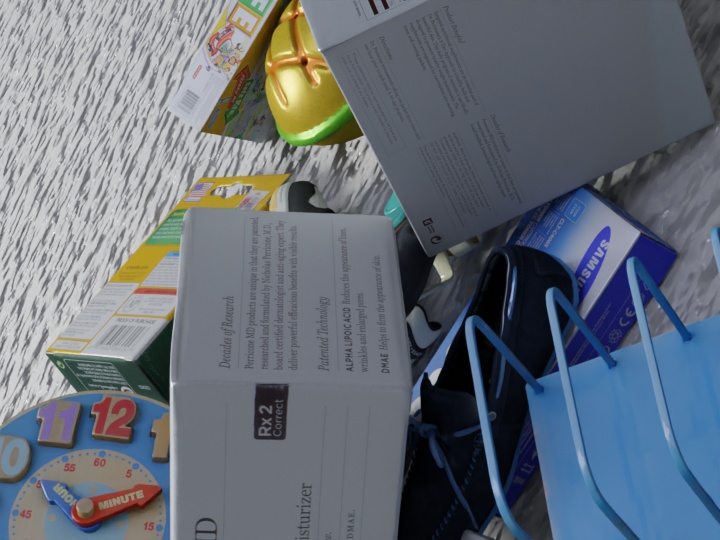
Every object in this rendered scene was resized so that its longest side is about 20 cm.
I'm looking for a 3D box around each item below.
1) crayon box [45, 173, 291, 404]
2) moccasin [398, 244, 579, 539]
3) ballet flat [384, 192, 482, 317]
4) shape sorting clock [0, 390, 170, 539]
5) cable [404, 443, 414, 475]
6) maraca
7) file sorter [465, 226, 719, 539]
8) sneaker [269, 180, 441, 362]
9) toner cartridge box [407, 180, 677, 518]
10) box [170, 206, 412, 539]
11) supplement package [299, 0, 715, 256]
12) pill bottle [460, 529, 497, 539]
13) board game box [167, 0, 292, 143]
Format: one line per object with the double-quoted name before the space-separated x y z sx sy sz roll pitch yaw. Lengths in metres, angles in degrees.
"crayon box" -0.134 0.012 1.383 0.125 0.052 0.200 1 45 50
"moccasin" 0.059 0.077 1.084 0.080 0.068 0.202 16 84 50
"ballet flat" 0.044 -0.027 1.210 0.073 0.073 0.200 -30 15 37
"shape sorting clock" -0.182 0.167 1.202 0.197 0.039 0.202 -1 52 1
"cable" 0.010 0.187 1.185 0.097 0.050 0.201 -32 39 28
"maraca" 0.002 -0.177 1.323 0.201 0.107 0.137 -54 33 7
"file sorter" 0.170 0.067 0.942 0.198 0.123 0.140 -21 54 18
"sneaker" 0.000 0.000 1.275 0.087 0.076 0.201 -35 48 11
"toner cartridge box" 0.106 0.045 1.135 0.201 0.043 0.095 -58 41 10
"box" -0.045 0.096 1.057 0.201 0.129 0.201 -95 7 -60
"supplement package" 0.081 -0.154 1.097 0.198 0.192 0.148 -25 46 5
"pill bottle" 0.063 0.256 1.023 0.108 0.108 0.202 15 83 51
"board game box" -0.060 -0.195 1.388 0.034 0.134 0.201 34 100 14
